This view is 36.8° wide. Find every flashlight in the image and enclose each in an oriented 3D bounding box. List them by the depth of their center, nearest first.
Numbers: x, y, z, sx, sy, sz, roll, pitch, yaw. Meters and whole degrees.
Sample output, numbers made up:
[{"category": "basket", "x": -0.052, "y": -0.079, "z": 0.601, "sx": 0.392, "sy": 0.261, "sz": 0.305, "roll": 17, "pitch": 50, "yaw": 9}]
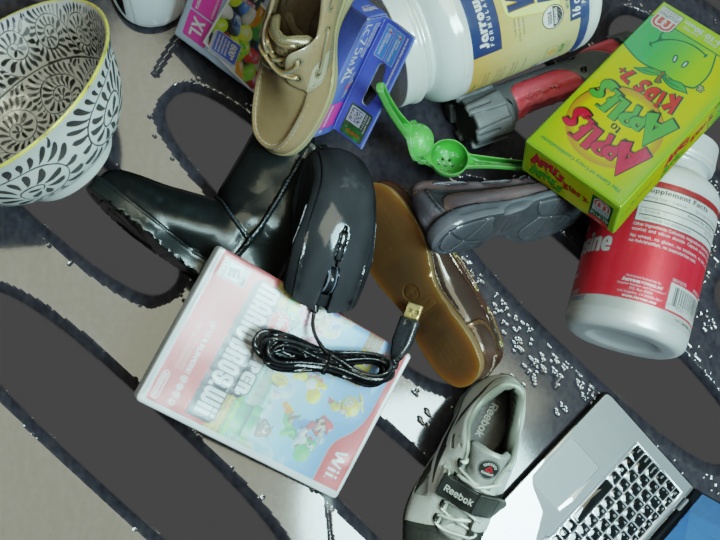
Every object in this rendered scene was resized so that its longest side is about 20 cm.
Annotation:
[{"category": "flashlight", "x": 0.186, "y": -0.168, "z": 1.024, "sx": 0.200, "sy": 0.068, "sz": 0.068, "roll": -23, "pitch": 83, "yaw": -16}]

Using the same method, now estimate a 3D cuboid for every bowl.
[{"category": "bowl", "x": -0.267, "y": -0.118, "z": 0.885, "sx": 0.201, "sy": 0.201, "sz": 0.094, "roll": -50, "pitch": 137, "yaw": -15}]

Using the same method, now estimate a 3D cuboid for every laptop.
[{"category": "laptop", "x": 0.243, "y": 0.240, "z": 0.947, "sx": 0.187, "sy": 0.116, "sz": 0.200, "roll": -43, "pitch": 92, "yaw": -16}]

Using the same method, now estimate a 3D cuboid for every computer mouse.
[{"category": "computer mouse", "x": 0.000, "y": 0.000, "z": 0.912, "sx": 0.140, "sy": 0.046, "sz": 0.200, "roll": 19, "pitch": 76, "yaw": -21}, {"category": "computer mouse", "x": -0.206, "y": -0.319, "z": 0.973, "sx": 0.109, "sy": 0.044, "sz": 0.200, "roll": -18, "pitch": 85, "yaw": -16}]

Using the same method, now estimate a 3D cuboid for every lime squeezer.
[{"category": "lime squeezer", "x": 0.072, "y": -0.110, "z": 0.959, "sx": 0.200, "sy": 0.071, "sz": 0.038, "roll": 21, "pitch": 80, "yaw": -33}]

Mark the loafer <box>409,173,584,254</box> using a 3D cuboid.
[{"category": "loafer", "x": 0.129, "y": -0.064, "z": 0.973, "sx": 0.200, "sy": 0.072, "sz": 0.063, "roll": -10, "pitch": 59, "yaw": -39}]

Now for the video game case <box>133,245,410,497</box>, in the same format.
[{"category": "video game case", "x": -0.071, "y": 0.089, "z": 0.919, "sx": 0.200, "sy": 0.017, "sz": 0.143, "roll": 31, "pitch": 84, "yaw": -21}]

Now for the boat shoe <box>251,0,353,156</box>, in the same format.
[{"category": "boat shoe", "x": -0.055, "y": -0.183, "z": 0.864, "sx": 0.071, "sy": 0.064, "sz": 0.200, "roll": 27, "pitch": 117, "yaw": 21}]

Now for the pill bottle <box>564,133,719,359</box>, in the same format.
[{"category": "pill bottle", "x": 0.265, "y": -0.028, "z": 0.996, "sx": 0.112, "sy": 0.112, "sz": 0.200, "roll": 20, "pitch": 77, "yaw": -9}]

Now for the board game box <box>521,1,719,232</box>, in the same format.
[{"category": "board game box", "x": 0.246, "y": -0.138, "z": 0.954, "sx": 0.102, "sy": 0.048, "sz": 0.200, "roll": 39, "pitch": 71, "yaw": 20}]

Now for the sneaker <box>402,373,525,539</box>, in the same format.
[{"category": "sneaker", "x": 0.091, "y": 0.180, "z": 0.935, "sx": 0.074, "sy": 0.089, "sz": 0.200, "roll": 20, "pitch": 77, "yaw": -2}]

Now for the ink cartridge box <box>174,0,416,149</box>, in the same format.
[{"category": "ink cartridge box", "x": -0.060, "y": -0.201, "z": 0.924, "sx": 0.200, "sy": 0.119, "sz": 0.042, "roll": 37, "pitch": 32, "yaw": 13}]

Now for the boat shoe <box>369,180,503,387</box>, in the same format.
[{"category": "boat shoe", "x": 0.062, "y": 0.008, "z": 0.974, "sx": 0.070, "sy": 0.070, "sz": 0.200, "roll": -24, "pitch": 87, "yaw": -53}]

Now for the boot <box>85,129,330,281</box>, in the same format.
[{"category": "boot", "x": -0.113, "y": -0.070, "z": 0.939, "sx": 0.198, "sy": 0.073, "sz": 0.163, "roll": 37, "pitch": 78, "yaw": -12}]

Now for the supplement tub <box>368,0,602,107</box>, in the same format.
[{"category": "supplement tub", "x": 0.099, "y": -0.238, "z": 0.976, "sx": 0.200, "sy": 0.144, "sz": 0.145, "roll": -24, "pitch": 87, "yaw": -15}]
